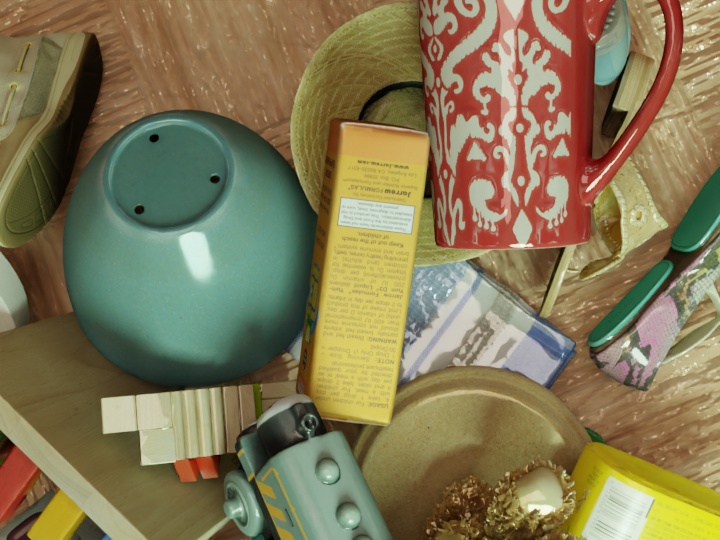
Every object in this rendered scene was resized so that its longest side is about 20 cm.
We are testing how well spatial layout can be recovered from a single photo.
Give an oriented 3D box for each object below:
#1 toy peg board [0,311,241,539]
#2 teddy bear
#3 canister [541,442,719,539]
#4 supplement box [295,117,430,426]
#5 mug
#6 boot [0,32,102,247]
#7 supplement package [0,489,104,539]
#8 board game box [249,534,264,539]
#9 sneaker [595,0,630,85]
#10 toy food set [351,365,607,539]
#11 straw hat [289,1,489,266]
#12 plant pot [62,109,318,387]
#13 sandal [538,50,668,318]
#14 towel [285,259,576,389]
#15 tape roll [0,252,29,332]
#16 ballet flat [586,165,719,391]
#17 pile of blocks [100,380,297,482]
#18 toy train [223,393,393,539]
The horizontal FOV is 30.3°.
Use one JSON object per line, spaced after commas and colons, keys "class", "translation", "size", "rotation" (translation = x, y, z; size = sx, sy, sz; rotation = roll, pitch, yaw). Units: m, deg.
{"class": "toy peg board", "translation": [-0.192, 0.140, 0.946], "size": [0.199, 0.200, 0.098], "rotation": [42, 106, 8]}
{"class": "teddy bear", "translation": [0.079, 0.207, 0.885], "size": [0.201, 0.066, 0.146], "rotation": [-54, 47, 22]}
{"class": "canister", "translation": [0.174, 0.236, 0.911], "size": [0.147, 0.087, 0.202], "rotation": [23, 97, -18]}
{"class": "supplement box", "translation": [0.000, 0.000, 0.917], "size": [0.068, 0.067, 0.204], "rotation": [5, 98, -9]}
{"class": "mug", "translation": [0.113, -0.117, 0.887], "size": [0.132, 0.176, 0.204], "rotation": [-5, 96, -37]}
{"class": "boot", "translation": [-0.295, -0.109, 1.013], "size": [0.152, 0.073, 0.202], "rotation": [8, 55, 8]}
{"class": "supplement package", "translation": [-0.197, 0.288, 0.933], "size": [0.199, 0.111, 0.157], "rotation": [34, 113, 8]}
{"class": "board game box", "translation": [-0.054, 0.264, 0.905], "size": [0.151, 0.200, 0.047], "rotation": [49, 114, 8]}
{"class": "sneaker", "translation": [0.162, -0.228, 1.018], "size": [0.073, 0.082, 0.203], "rotation": [-9, 60, 14]}
{"class": "toy food set", "translation": [0.082, 0.168, 0.968], "size": [0.196, 0.049, 0.202], "rotation": [32, 100, 1]}
{"class": "straw hat", "translation": [0.039, -0.096, 0.999], "size": [0.197, 0.085, 0.205], "rotation": [0, 91, -11]}
{"class": "plant pot", "translation": [-0.126, -0.035, 0.952], "size": [0.196, 0.135, 0.203], "rotation": [-1, 65, 2]}
{"class": "sandal", "translation": [0.199, -0.056, 0.986], "size": [0.069, 0.078, 0.215], "rotation": [20, 79, 5]}
{"class": "towel", "translation": [0.048, 0.054, 1.011], "size": [0.199, 0.024, 0.148], "rotation": [38, 88, 8]}
{"class": "tape roll", "translation": [-0.344, 0.033, 0.976], "size": [0.199, 0.205, 0.037], "rotation": [-2, 40, 5]}
{"class": "ballet flat", "translation": [0.250, 0.003, 0.983], "size": [0.071, 0.069, 0.201], "rotation": [37, 92, -10]}
{"class": "pile of blocks", "translation": [-0.109, 0.115, 0.942], "size": [0.081, 0.198, 0.063], "rotation": [-9, 84, 41]}
{"class": "toy train", "translation": [-0.021, 0.178, 0.856], "size": [0.084, 0.114, 0.202], "rotation": [-15, 69, -30]}
